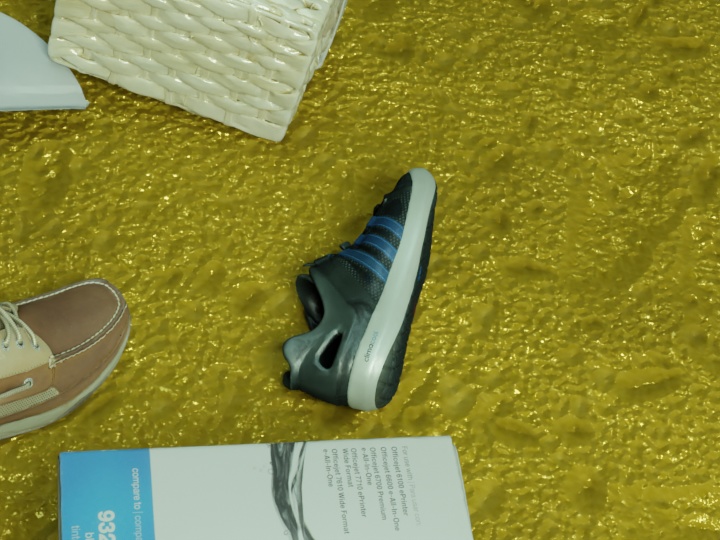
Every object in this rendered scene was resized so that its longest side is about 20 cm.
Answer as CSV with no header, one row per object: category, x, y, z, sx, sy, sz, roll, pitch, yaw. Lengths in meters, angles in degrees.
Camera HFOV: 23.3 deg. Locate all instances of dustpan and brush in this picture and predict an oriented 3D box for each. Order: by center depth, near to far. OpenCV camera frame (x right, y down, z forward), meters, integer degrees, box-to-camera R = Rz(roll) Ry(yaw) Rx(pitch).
dustpan and brush,-0.292,-0.164,1.267,0.139,0.057,0.200,-5,50,-29

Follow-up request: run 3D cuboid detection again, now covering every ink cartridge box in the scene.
ink cartridge box,-0.051,0.162,0.882,0.199,0.146,0.084,-2,45,-9

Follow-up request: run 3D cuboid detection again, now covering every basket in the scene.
basket,-0.114,-0.195,1.240,0.199,0.136,0.124,20,50,-3

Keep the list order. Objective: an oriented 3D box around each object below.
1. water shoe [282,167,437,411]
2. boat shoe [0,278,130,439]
water shoe,0.000,0.000,1.113,0.078,0.072,0.200,10,43,6
boat shoe,-0.216,0.055,1.025,0.076,0.072,0.200,36,50,27
